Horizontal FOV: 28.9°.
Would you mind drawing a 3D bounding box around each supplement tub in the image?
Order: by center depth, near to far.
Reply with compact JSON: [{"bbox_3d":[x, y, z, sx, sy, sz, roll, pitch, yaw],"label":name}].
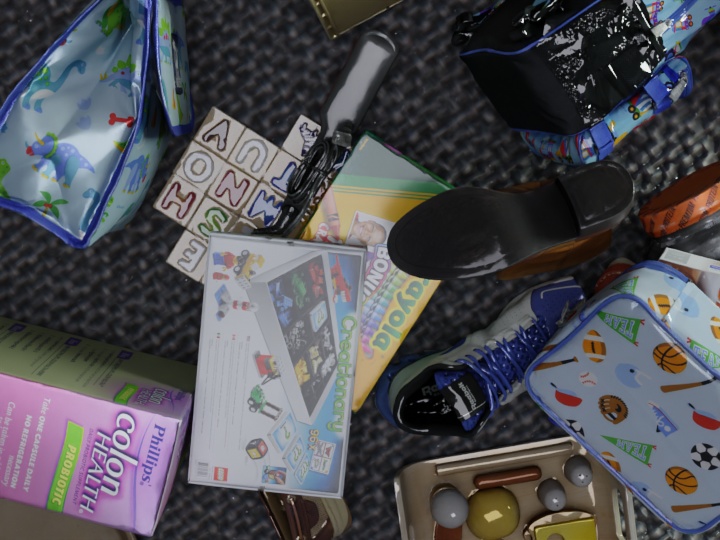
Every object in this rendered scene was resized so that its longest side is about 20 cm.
[{"bbox_3d":[0.313,0.017,1.125,0.122,0.123,0.201,-30,97,4],"label":"supplement tub"}]

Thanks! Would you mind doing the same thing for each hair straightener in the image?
[{"bbox_3d":[-0.031,-0.105,1.122,0.041,0.077,0.201,33,92,-6],"label":"hair straightener"}]

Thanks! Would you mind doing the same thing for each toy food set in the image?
[{"bbox_3d":[0.134,0.225,1.182,0.198,0.060,0.145,-9,98,-2],"label":"toy food set"}]

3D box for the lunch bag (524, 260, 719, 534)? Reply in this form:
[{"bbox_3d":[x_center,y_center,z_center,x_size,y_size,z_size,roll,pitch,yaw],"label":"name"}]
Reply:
[{"bbox_3d":[0.227,0.096,1.061,0.200,0.076,0.160,44,132,3],"label":"lunch bag"}]

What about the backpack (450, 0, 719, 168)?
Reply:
[{"bbox_3d":[0.194,-0.190,1.075,0.200,0.183,0.135,-38,105,-7],"label":"backpack"}]

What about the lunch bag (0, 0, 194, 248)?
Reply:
[{"bbox_3d":[-0.195,-0.129,1.079,0.127,0.170,0.201,25,95,-3],"label":"lunch bag"}]

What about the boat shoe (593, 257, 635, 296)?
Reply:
[{"bbox_3d":[0.242,0.086,1.162,0.071,0.063,0.201,-16,111,21],"label":"boat shoe"}]

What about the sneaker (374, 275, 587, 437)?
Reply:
[{"bbox_3d":[0.106,0.086,1.138,0.198,0.115,0.081,-27,98,4],"label":"sneaker"}]

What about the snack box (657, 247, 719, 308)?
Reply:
[{"bbox_3d":[0.255,0.082,1.099,0.071,0.024,0.201,16,122,19],"label":"snack box"}]

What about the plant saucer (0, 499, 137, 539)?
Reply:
[{"bbox_3d":[-0.283,0.263,1.205,0.198,0.029,0.202,0,97,-1],"label":"plant saucer"}]

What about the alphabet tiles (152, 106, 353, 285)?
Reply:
[{"bbox_3d":[-0.065,-0.043,1.174,0.199,0.008,0.168,32,97,-5],"label":"alphabet tiles"}]

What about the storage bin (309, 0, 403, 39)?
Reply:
[{"bbox_3d":[0.032,-0.280,1.049,0.199,0.199,0.094,-28,80,3],"label":"storage bin"}]

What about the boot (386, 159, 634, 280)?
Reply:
[{"bbox_3d":[0.114,-0.026,1.086,0.187,0.200,0.069,-24,80,-1],"label":"boot"}]

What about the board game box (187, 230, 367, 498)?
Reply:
[{"bbox_3d":[-0.066,0.074,1.108,0.125,0.035,0.202,6,96,1],"label":"board game box"}]

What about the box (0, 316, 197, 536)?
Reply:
[{"bbox_3d":[-0.237,0.117,1.110,0.199,0.176,0.097,14,97,-3],"label":"box"}]

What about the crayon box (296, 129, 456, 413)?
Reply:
[{"bbox_3d":[0.000,0.000,1.147,0.118,0.058,0.201,32,96,-4],"label":"crayon box"}]

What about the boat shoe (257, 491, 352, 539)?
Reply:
[{"bbox_3d":[-0.083,0.150,1.159,0.072,0.072,0.201,-34,104,-26],"label":"boat shoe"}]
